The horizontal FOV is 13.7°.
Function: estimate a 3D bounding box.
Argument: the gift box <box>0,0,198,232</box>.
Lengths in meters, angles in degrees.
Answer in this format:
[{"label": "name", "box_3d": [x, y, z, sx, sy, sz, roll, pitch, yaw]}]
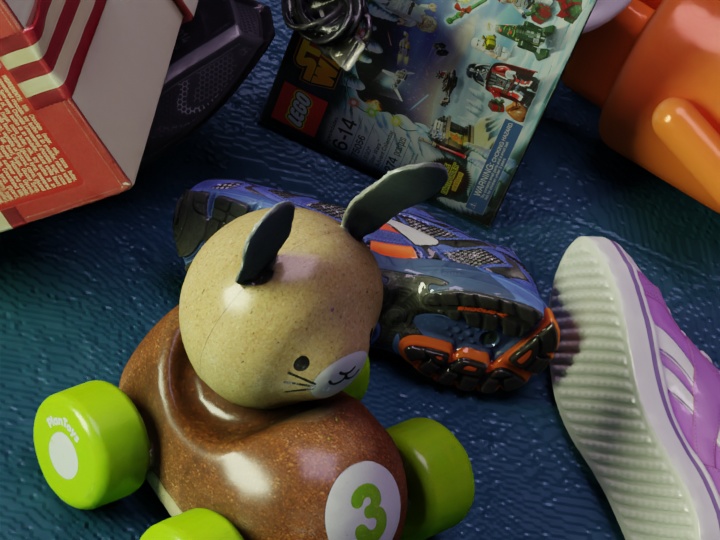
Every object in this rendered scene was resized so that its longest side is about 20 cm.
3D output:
[{"label": "gift box", "box_3d": [-0.206, -0.133, 1.403, 0.199, 0.185, 0.187, -11, 39, 22]}]

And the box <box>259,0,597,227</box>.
[{"label": "box", "box_3d": [0.042, -0.130, 1.527, 0.137, 0.200, 0.040, 25, 40, 2]}]

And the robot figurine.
[{"label": "robot figurine", "box_3d": [0.208, -0.087, 1.627, 0.200, 0.117, 0.144, 31, -1, 8]}]

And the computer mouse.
[{"label": "computer mouse", "box_3d": [-0.094, -0.095, 1.493, 0.200, 0.053, 0.139, -31, 40, -6]}]

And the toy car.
[{"label": "toy car", "box_3d": [-0.026, 0.036, 1.317, 0.164, 0.200, 0.158, -20, 56, -39]}]

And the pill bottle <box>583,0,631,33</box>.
[{"label": "pill bottle", "box_3d": [0.071, -0.199, 1.631, 0.113, 0.114, 0.200, 2, 15, -23]}]

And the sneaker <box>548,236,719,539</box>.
[{"label": "sneaker", "box_3d": [0.166, 0.072, 1.478, 0.114, 0.073, 0.201, 0, 56, -30]}]

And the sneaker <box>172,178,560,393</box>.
[{"label": "sneaker", "box_3d": [0.000, 0.000, 1.479, 0.199, 0.075, 0.079, 21, 31, -16]}]
